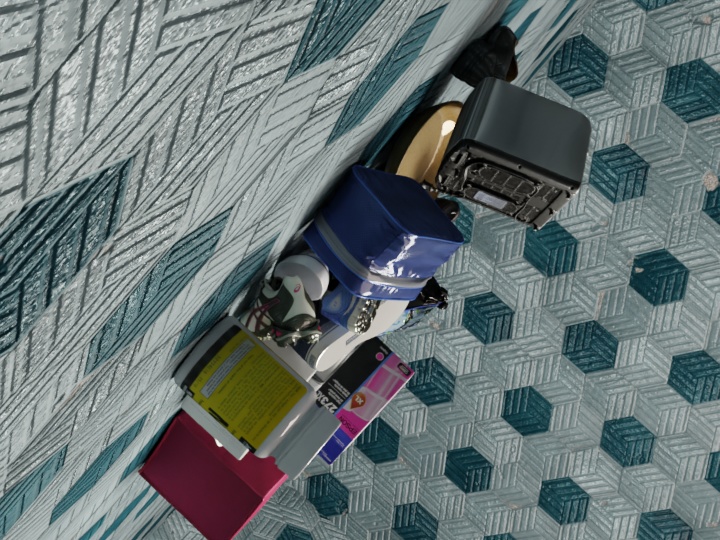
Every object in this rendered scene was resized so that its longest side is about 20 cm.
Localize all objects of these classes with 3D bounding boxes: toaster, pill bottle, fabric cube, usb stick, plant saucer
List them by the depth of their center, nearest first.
[{"bbox_3d":[-0.128,0.162,1.474,0.114,0.200,0.114,-48,176,-4],"label":"pill bottle"},{"bbox_3d":[0.201,-0.157,1.603,0.181,0.199,0.119,120,-10,-71],"label":"toaster"},{"bbox_3d":[0.086,-0.160,1.685,0.200,0.035,0.201,-47,155,-30],"label":"plant saucer"},{"bbox_3d":[0.103,-0.093,1.818,0.055,0.033,0.200,-45,-164,-6],"label":"usb stick"},{"bbox_3d":[-0.213,0.299,1.939,0.199,0.200,0.196,-43,174,-46],"label":"fabric cube"}]

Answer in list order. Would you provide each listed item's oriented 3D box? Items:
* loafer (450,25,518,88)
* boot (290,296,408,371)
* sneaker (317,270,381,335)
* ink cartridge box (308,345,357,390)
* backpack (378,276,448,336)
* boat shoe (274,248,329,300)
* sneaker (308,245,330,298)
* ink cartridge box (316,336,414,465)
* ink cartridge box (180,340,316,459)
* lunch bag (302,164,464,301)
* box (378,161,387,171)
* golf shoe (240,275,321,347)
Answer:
[{"bbox_3d":[0.191,-0.293,1.656,0.073,0.072,0.200,-51,176,35],"label":"loafer"},{"bbox_3d":[-0.023,0.060,1.677,0.199,0.090,0.073,-31,146,-34],"label":"boot"},{"bbox_3d":[0.000,0.000,1.639,0.200,0.089,0.079,-57,159,-44],"label":"sneaker"},{"bbox_3d":[-0.099,0.121,1.871,0.084,0.144,0.200,-44,173,-48],"label":"ink cartridge box"},{"bbox_3d":[0.018,0.029,2.003,0.147,0.184,0.199,-44,159,32],"label":"backpack"},{"bbox_3d":[-0.076,0.001,1.573,0.065,0.073,0.200,-51,-172,-19],"label":"boat shoe"},{"bbox_3d":[-0.052,0.019,1.720,0.071,0.073,0.201,-30,136,-29],"label":"sneaker"},{"bbox_3d":[-0.014,0.198,1.815,0.200,0.095,0.037,-45,174,-21],"label":"ink cartridge box"},{"bbox_3d":[-0.167,0.173,1.722,0.129,0.125,0.200,-46,177,-37],"label":"ink cartridge box"},{"bbox_3d":[0.029,-0.039,1.518,0.132,0.136,0.199,-48,152,21],"label":"lunch bag"},{"bbox_3d":[0.056,-0.140,1.822,0.200,0.049,0.161,-47,174,-30],"label":"box"},{"bbox_3d":[-0.106,0.048,1.527,0.077,0.089,0.200,-10,-175,-25],"label":"golf shoe"}]
